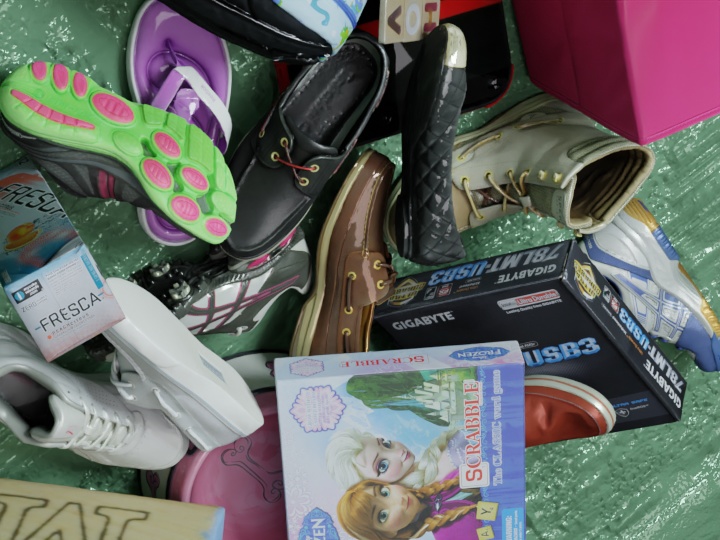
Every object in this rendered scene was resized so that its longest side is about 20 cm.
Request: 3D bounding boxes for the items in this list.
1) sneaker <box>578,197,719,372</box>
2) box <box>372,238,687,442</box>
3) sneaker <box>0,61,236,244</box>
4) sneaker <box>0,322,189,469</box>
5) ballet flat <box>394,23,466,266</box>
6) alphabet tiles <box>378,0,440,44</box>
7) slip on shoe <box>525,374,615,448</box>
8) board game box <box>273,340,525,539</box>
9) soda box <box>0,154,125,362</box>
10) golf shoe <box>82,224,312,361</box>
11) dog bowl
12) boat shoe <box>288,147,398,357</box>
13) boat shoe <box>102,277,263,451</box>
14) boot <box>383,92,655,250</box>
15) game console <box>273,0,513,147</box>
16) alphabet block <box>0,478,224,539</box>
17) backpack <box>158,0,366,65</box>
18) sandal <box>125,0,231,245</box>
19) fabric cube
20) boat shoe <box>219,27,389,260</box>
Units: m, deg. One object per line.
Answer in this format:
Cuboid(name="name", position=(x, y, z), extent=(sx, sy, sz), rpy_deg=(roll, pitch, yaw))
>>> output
Cuboid(name="sneaker", position=(0.262, 0.027, 1.519), extent=(0.088, 0.075, 0.200), rpy_deg=(-35, 115, 7))
Cuboid(name="box", position=(0.143, 0.068, 1.415), extent=(0.199, 0.199, 0.050), rpy_deg=(48, 45, -33))
Cuboid(name="sneaker", position=(-0.179, -0.086, 1.248), extent=(0.200, 0.084, 0.077), rpy_deg=(33, 63, -12))
Cuboid(name="sneaker", position=(-0.223, 0.116, 1.300), extent=(0.199, 0.099, 0.078), rpy_deg=(23, 102, -20))
Cuboid(name="ballet flat", position=(0.062, -0.097, 1.301), extent=(0.056, 0.067, 0.201), rpy_deg=(-2, 119, -13))
Cuboid(name="alphabet tiles", position=(0.041, -0.270, 1.237), extent=(0.167, 0.008, 0.201), rpy_deg=(-22, 117, -62))
Cuboid(name="slip on shoe", position=(0.120, 0.131, 1.413), extent=(0.199, 0.061, 0.074), rpy_deg=(-4, 136, 26))
Cuboid(name="board game box", position=(0.035, 0.161, 1.363), extent=(0.198, 0.041, 0.201), rpy_deg=(-5, 114, -2))
Cuboid(name="soda box", position=(-0.231, -0.013, 1.195), extent=(0.063, 0.200, 0.069), rpy_deg=(-31, 120, -9))
Cuboid(name="golf shoe", position=(-0.125, 0.028, 1.336), extent=(0.199, 0.077, 0.088), rpy_deg=(-31, 126, -9))
Cuboid(name="dog bowl", position=(-0.083, 0.173, 1.417), extent=(0.199, 0.074, 0.201), rpy_deg=(-9, 116, -20))
Cuboid(name="boat shoe", position=(0.000, 0.000, 1.366), extent=(0.067, 0.072, 0.201), rpy_deg=(20, 107, 14))
Cuboid(name="boat shoe", position=(-0.152, 0.078, 1.272), extent=(0.068, 0.072, 0.200), rpy_deg=(-34, 141, 9))
Cuboid(name="boot", position=(0.125, -0.063, 1.358), extent=(0.200, 0.155, 0.072), rpy_deg=(-33, 120, -10))
Cuboid(name="game console", position=(0.024, -0.194, 1.335), extent=(0.199, 0.031, 0.178), rpy_deg=(-19, 112, -17))
Cuboid(name="alphabet block", position=(-0.223, 0.296, 1.299), extent=(0.199, 0.197, 0.196), rpy_deg=(8, 110, 2))
Cuboid(name="backpack", position=(-0.084, -0.227, 1.191), extent=(0.200, 0.163, 0.154), rpy_deg=(43, 69, -19))
Cuboid(name="sandal", position=(-0.133, -0.112, 1.284), extent=(0.082, 0.050, 0.204), rpy_deg=(-9, 115, -21))
Cuboid(name="fabric cube", position=(0.234, -0.246, 1.304), extent=(0.195, 0.200, 0.200), rpy_deg=(-24, 118, -13))
Cuboid(name="boat shoe", position=(-0.048, -0.097, 1.276), extent=(0.074, 0.063, 0.202), rpy_deg=(34, 91, -5))
